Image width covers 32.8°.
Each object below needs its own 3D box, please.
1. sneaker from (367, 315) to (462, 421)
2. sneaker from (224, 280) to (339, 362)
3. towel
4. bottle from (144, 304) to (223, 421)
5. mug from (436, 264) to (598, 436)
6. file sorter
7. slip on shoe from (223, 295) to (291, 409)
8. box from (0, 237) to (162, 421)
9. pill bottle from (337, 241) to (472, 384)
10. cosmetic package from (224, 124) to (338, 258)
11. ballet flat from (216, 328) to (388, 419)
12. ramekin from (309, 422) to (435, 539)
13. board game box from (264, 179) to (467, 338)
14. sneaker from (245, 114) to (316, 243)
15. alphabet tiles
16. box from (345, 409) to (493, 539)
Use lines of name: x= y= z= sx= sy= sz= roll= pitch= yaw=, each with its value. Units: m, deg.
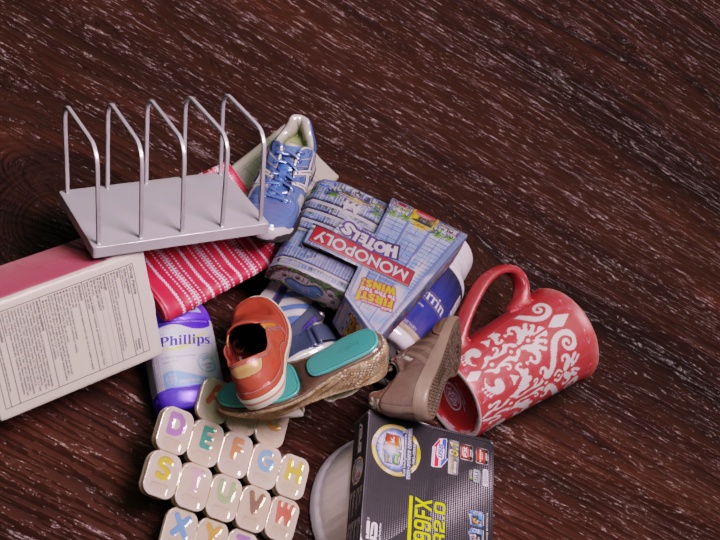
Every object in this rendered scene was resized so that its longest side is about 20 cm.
sneaker: x=0.066 y=0.105 z=1.408 sx=0.075 sy=0.071 sz=0.200 roll=3 pitch=22 yaw=17
sneaker: x=-0.052 y=0.066 z=1.472 sx=0.146 sy=0.081 sz=0.200 roll=31 pitch=60 yaw=17
towel: x=-0.190 y=-0.039 z=1.430 sx=0.200 sy=0.022 sz=0.145 roll=-31 pitch=80 yaw=-36
bottle: x=-0.212 y=0.074 z=1.416 sx=0.083 sy=0.065 sz=0.201 roll=-2 pitch=64 yaw=-27
mug: x=0.175 y=0.106 z=1.565 sx=0.199 sy=0.134 sz=0.178 roll=-27 pitch=71 yaw=-31
file sorter: x=-0.214 y=-0.112 z=1.337 sx=0.199 sy=0.125 sz=0.139 roll=-9 pitch=33 yaw=-26
slip on shoe: x=-0.117 y=0.076 z=1.351 sx=0.200 sy=0.074 sz=0.061 roll=-99 pitch=165 yaw=-63
box: x=-0.331 y=0.055 z=1.310 sx=0.199 sy=0.109 sz=0.129 roll=-23 pitch=115 yaw=-35
pill bottle: x=0.062 y=0.038 z=1.546 sx=0.115 sy=0.116 sz=0.200 roll=36 pitch=52 yaw=-4
cosmetic package: x=-0.131 y=-0.085 z=1.545 sx=0.105 sy=0.071 sz=0.200 roll=45 pitch=53 yaw=4
ballet flat: x=-0.058 y=0.129 z=1.350 sx=0.199 sy=0.065 sz=0.071 roll=-20 pitch=40 yaw=5
ramekin: x=0.050 y=0.272 z=1.417 sx=0.199 sy=0.098 sz=0.202 roll=12 pitch=58 yaw=-20
board game box: x=0.000 y=0.000 z=1.441 sx=0.199 sy=0.062 sz=0.200 roll=25 pitch=52 yaw=0
sneaker: x=-0.097 y=-0.109 z=1.450 sx=0.075 sy=0.077 sz=0.201 roll=10 pitch=42 yaw=1
alphabet tiles: x=-0.146 y=0.227 z=1.351 sx=0.199 sy=0.015 sz=0.197 roll=27 pitch=65 yaw=-30
box: x=0.066 y=0.268 z=1.338 sx=0.159 sy=0.044 sz=0.201 roll=17 pitch=57 yaw=-18
